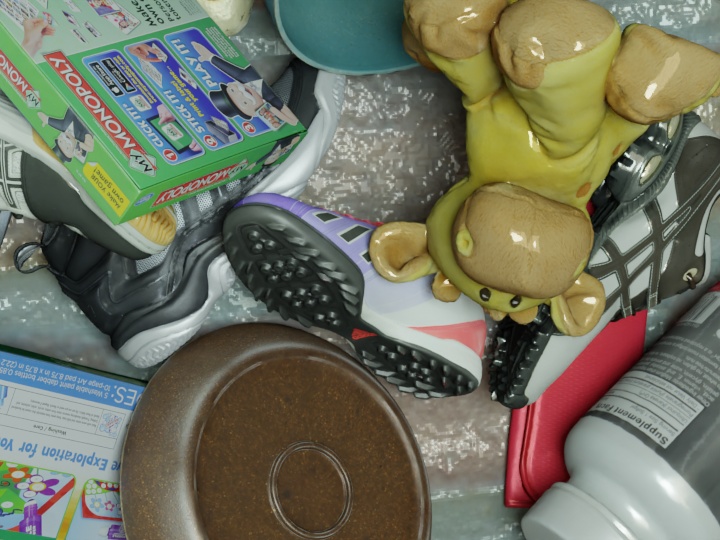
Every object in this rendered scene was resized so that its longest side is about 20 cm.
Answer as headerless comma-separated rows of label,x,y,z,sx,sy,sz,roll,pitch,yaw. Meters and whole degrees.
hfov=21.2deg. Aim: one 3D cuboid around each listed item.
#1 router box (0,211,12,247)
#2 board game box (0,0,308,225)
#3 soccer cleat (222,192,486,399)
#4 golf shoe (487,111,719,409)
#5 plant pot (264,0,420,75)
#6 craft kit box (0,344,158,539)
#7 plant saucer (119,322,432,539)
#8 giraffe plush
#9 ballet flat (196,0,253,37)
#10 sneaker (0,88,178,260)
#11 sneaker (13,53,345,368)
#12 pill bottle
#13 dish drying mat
router box,-0.253,-0.067,1.005,0.157,0.052,0.200,19,90,-14
board game box,-0.134,-0.120,0.965,0.200,0.029,0.135,50,38,12
soccer cleat,0.000,0.000,1.039,0.200,0.068,0.073,36,54,-40
golf shoe,0.149,0.002,1.082,0.094,0.078,0.200,33,87,-15
plant pot,0.018,-0.220,1.009,0.200,0.200,0.135,-23,63,-11
craft kit box,-0.192,0.138,0.992,0.200,0.048,0.198,20,86,-47
plant saucer,-0.034,0.121,1.036,0.200,0.034,0.200,12,68,-33
giraffe plush,0.083,-0.053,0.978,0.172,0.200,0.162,21,94,17
ballet flat,-0.109,-0.218,1.028,0.066,0.057,0.200,-23,99,-11
sneaker,-0.187,-0.057,0.963,0.200,0.076,0.088,35,107,-5
sneaker,-0.099,-0.054,1.032,0.114,0.075,0.200,36,88,-17
pill bottle,0.186,0.100,1.087,0.200,0.111,0.111,-43,103,-15
dish drying mat,0.131,0.043,1.128,0.077,0.018,0.200,5,93,-16
